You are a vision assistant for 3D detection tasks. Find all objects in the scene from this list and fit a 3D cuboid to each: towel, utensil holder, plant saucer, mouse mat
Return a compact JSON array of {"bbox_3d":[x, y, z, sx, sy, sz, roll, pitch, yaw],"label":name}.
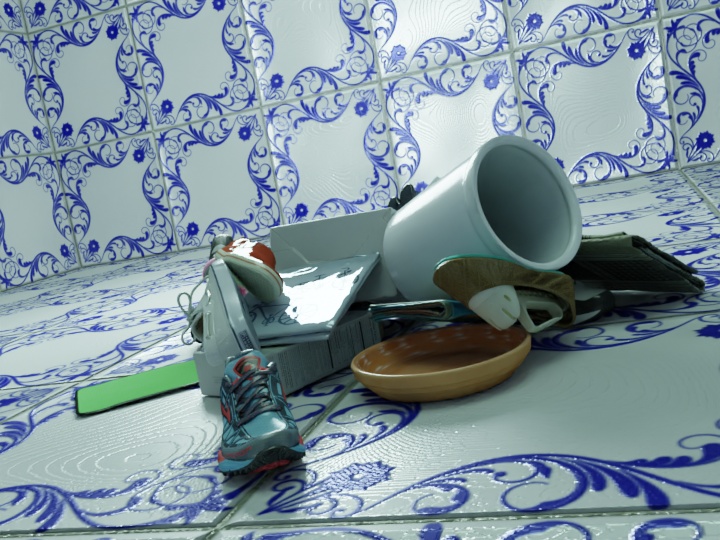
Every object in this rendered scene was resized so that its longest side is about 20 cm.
[{"bbox_3d":[0.129,0.053,0.983,0.198,0.022,0.146,5,-7,-36],"label":"towel"},{"bbox_3d":[0.145,-0.047,1.028,0.169,0.171,0.200,-17,-10,-37],"label":"utensil holder"},{"bbox_3d":[0.089,0.101,0.904,0.198,0.038,0.200,-10,7,1],"label":"plant saucer"},{"bbox_3d":[0.324,-0.013,1.082,0.192,0.035,0.199,25,-14,-37],"label":"towel"},{"bbox_3d":[-0.293,0.156,1.142,0.198,0.008,0.161,-15,8,-18],"label":"mouse mat"}]

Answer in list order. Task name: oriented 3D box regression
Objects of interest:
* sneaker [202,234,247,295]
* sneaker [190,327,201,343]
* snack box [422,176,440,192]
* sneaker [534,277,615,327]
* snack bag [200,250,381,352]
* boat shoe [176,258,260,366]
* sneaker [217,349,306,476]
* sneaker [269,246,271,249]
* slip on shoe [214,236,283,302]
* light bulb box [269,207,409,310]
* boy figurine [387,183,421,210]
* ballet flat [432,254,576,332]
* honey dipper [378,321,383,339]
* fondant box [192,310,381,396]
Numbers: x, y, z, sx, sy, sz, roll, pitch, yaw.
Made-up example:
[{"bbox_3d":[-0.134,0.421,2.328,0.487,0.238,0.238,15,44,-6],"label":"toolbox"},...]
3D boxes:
[{"bbox_3d":[-0.216,0.015,1.413,0.078,0.201,0.096,-10,53,-1],"label":"sneaker"},{"bbox_3d":[-0.183,0.082,1.338,0.198,0.077,0.091,-17,17,9],"label":"sneaker"},{"bbox_3d":[0.177,-0.067,1.197,0.199,0.024,0.072,29,55,15],"label":"snack box"},{"bbox_3d":[0.239,0.026,1.075,0.073,0.081,0.199,-14,10,-37],"label":"sneaker"},{"bbox_3d":[-0.084,0.039,1.049,0.187,0.022,0.200,-10,23,24],"label":"snack bag"},{"bbox_3d":[-0.176,0.055,0.977,0.085,0.075,0.202,-25,31,-4],"label":"boat shoe"},{"bbox_3d":[-0.106,0.126,0.773,0.078,0.097,0.200,-13,8,-14],"label":"sneaker"},{"bbox_3d":[-0.147,0.036,1.250,0.070,0.100,0.200,-9,34,43],"label":"sneaker"},{"bbox_3d":[-0.139,-0.009,1.079,0.061,0.074,0.200,-40,21,-11],"label":"slip on shoe"},{"bbox_3d":[0.000,0.000,1.214,0.196,0.126,0.200,-7,-12,25],"label":"light bulb box"},{"bbox_3d":[0.138,-0.077,1.312,0.198,0.065,0.124,15,-35,-30],"label":"boy figurine"},{"bbox_3d":[0.165,0.031,0.886,0.199,0.073,0.068,11,-39,-38],"label":"ballet flat"},{"bbox_3d":[-0.051,0.092,1.181,0.199,0.038,0.038,-9,7,43],"label":"honey dipper"},{"bbox_3d":[-0.090,0.104,1.052,0.143,0.059,0.199,-4,10,43],"label":"fondant box"}]
